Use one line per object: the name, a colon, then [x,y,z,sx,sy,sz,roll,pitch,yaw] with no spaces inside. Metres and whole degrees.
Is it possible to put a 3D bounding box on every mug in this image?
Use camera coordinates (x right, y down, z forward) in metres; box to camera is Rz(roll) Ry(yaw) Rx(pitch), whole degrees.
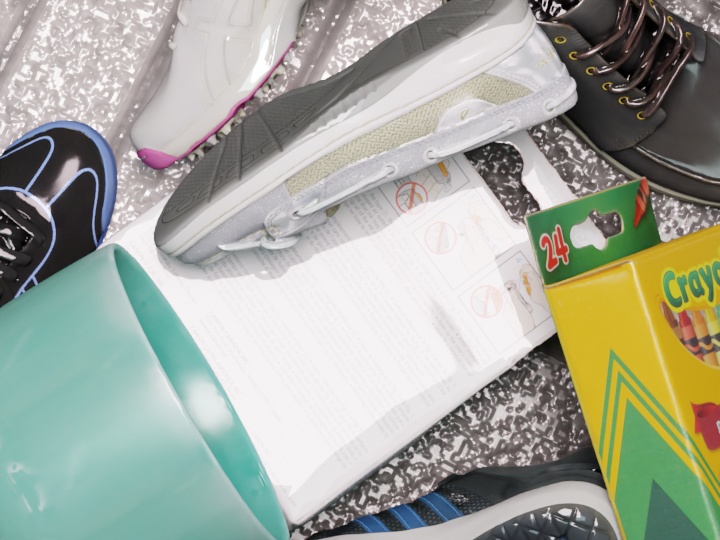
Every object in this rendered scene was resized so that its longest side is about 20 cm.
mug: [-0.110,0.093,1.178,0.114,0.152,0.185,-30,55,3]

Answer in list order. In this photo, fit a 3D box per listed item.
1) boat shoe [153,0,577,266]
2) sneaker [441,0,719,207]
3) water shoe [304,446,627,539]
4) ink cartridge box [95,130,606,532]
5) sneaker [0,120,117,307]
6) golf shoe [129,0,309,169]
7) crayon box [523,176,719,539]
boat shoe: [-0.001,-0.053,1.227,0.201,0.075,0.065,-31,111,11]
sneaker: [0.126,-0.094,1.271,0.199,0.106,0.075,30,85,0]
water shoe: [0.036,0.136,1.271,0.199,0.079,0.072,-15,107,21]
ink cartridge box: [0.000,0.000,1.293,0.200,0.050,0.161,-36,87,-9]
sneaker: [-0.179,0.015,1.267,0.070,0.078,0.201,32,85,1]
golf shoe: [-0.054,-0.138,1.267,0.091,0.075,0.200,37,104,-10]
crayon box: [0.149,0.055,1.242,0.051,0.127,0.201,-18,91,33]
